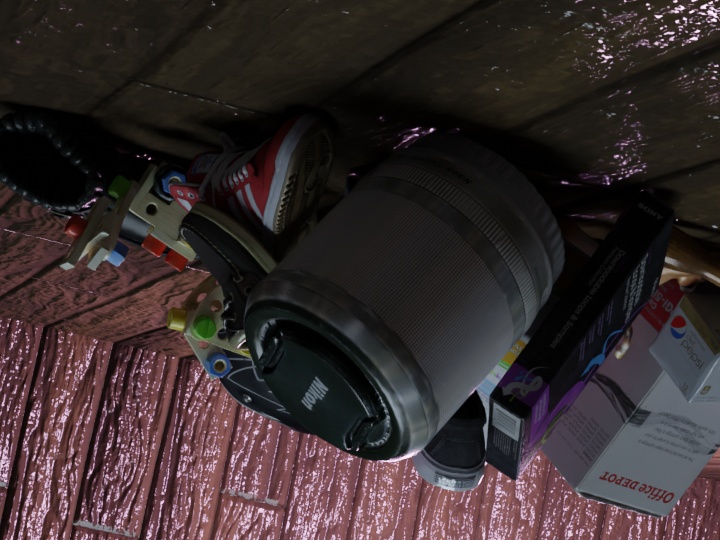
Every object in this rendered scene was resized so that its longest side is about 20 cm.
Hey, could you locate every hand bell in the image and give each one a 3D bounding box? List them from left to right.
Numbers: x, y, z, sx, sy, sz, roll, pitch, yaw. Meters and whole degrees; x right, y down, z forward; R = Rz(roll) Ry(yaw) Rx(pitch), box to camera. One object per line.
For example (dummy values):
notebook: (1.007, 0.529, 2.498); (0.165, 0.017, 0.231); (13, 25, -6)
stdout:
hand bell: (0.287, 0.006, 1.664); (0.199, 0.105, 0.104); (25, 169, -11)

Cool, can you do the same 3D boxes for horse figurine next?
horse figurine: (0.173, 0.000, 1.743); (0.199, 0.050, 0.133); (25, 144, -3)

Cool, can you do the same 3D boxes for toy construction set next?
toy construction set: (-0.151, -0.010, 1.718); (0.200, 0.132, 0.092); (35, 177, -33)

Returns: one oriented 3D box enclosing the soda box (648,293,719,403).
soda box: (0.339, 0.066, 1.772); (0.199, 0.064, 0.068); (2, -139, -36)

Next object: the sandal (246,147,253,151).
sandal: (-0.070, -0.053, 1.765); (0.075, 0.048, 0.201); (47, 165, 20)

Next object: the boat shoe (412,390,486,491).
boat shoe: (0.055, 0.086, 1.587); (0.069, 0.067, 0.200); (6, -155, -10)

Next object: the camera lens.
camera lens: (0.029, 0.021, 1.490); (0.160, 0.200, 0.160); (32, 150, 22)

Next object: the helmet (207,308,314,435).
helmet: (-0.039, 0.059, 2.049); (0.199, 0.201, 0.190); (5, 162, 39)

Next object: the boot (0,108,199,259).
boot: (-0.202, -0.069, 1.784); (0.210, 0.080, 0.158); (11, 172, 5)

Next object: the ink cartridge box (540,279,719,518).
ink cartridge box: (0.263, 0.106, 1.869); (0.146, 0.200, 0.083); (20, -159, -46)

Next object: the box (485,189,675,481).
box: (0.162, 0.050, 1.584); (0.036, 0.200, 0.143); (32, 162, 15)

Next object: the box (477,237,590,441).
box: (0.102, 0.051, 1.712); (0.112, 0.101, 0.200); (36, 146, 11)

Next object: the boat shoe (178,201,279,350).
boat shoe: (-0.072, 0.033, 1.586); (0.200, 0.065, 0.073); (45, 165, 15)

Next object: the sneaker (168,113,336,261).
sneaker: (-0.084, -0.075, 1.605); (0.112, 0.071, 0.200); (38, 152, 13)

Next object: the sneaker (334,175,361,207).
sneaker: (0.000, 0.000, 1.665); (0.074, 0.083, 0.200); (25, -155, -4)
